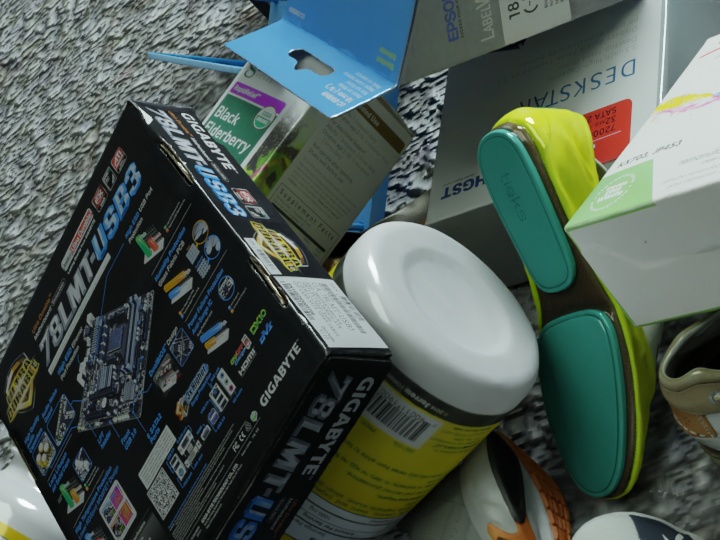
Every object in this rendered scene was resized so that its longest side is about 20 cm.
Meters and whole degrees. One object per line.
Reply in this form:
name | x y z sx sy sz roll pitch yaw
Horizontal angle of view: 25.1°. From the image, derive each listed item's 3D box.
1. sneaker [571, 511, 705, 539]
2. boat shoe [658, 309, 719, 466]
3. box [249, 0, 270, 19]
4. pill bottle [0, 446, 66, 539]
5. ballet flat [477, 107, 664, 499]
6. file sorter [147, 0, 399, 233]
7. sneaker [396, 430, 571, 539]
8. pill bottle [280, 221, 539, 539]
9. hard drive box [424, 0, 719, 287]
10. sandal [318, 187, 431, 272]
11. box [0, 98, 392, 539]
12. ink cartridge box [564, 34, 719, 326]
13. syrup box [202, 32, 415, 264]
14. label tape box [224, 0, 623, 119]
sneaker | 0.128 0.151 0.669 0.079 0.130 0.199 -41 41 8
boat shoe | 0.228 0.018 0.734 0.200 0.068 0.075 -37 37 15
box | -0.029 -0.290 1.147 0.196 0.200 0.118 -11 50 40
pill bottle | -0.223 0.196 1.011 0.111 0.111 0.201 16 70 50
ballet flat | 0.119 0.012 0.817 0.067 0.067 0.201 -17 90 55
file sorter | -0.062 -0.130 1.044 0.138 0.122 0.202 17 104 51
sneaker | 0.061 0.177 0.780 0.092 0.076 0.201 -39 30 26
pill bottle | -0.010 0.079 0.824 0.200 0.112 0.113 -48 34 30
hard drive box | 0.130 -0.107 0.934 0.155 0.077 0.201 -19 47 35
sandal | 0.000 0.000 0.954 0.200 0.055 0.082 -38 39 -15
box | -0.096 0.053 0.799 0.199 0.049 0.201 50 120 37
ink cartridge box | 0.199 -0.070 0.776 0.117 0.067 0.200 -18 26 53
syrup box | -0.067 -0.030 0.927 0.079 0.081 0.201 29 82 48
label tape box | 0.034 -0.166 0.891 0.199 0.064 0.144 -24 32 -19
